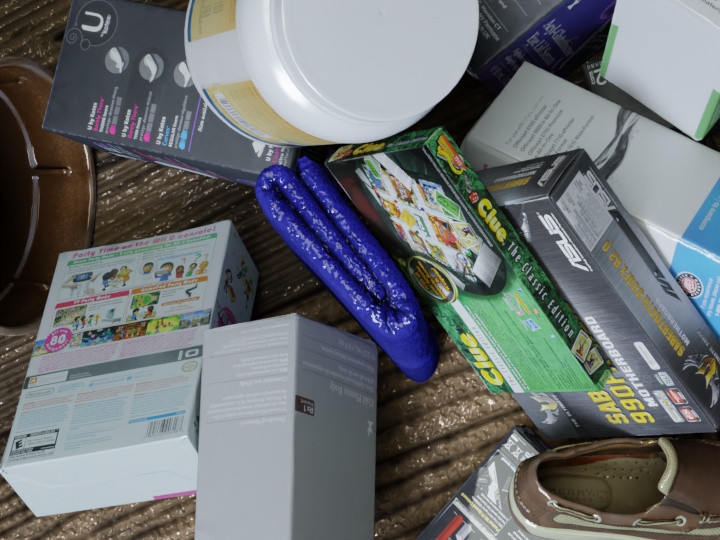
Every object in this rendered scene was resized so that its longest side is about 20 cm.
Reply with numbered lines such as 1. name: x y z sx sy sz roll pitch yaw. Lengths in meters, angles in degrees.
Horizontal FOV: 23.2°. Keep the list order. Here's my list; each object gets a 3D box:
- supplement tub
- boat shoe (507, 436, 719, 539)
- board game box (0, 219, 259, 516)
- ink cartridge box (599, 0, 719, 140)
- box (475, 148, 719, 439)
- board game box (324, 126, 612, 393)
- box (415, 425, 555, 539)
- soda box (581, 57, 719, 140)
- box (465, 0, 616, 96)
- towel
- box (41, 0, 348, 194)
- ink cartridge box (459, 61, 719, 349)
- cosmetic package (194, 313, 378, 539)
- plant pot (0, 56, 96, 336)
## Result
1. supplement tub: -0.020 -0.150 1.085 0.143 0.200 0.147 -1 93 -20
2. boat shoe: 0.199 0.142 1.143 0.200 0.075 0.076 -5 64 -5
3. board game box: -0.160 0.067 1.245 0.146 0.065 0.202 -10 46 19
4. ink cartridge box: 0.241 -0.201 1.072 0.084 0.146 0.201 35 75 12
5. box: 0.131 0.021 1.127 0.158 0.048 0.201 -9 125 51
6. board game box: 0.068 -0.001 1.095 0.104 0.024 0.201 -7 127 50
7. box: 0.130 0.232 1.202 0.200 0.050 0.158 43 98 17
8. soda box: 0.255 -0.135 1.184 0.198 0.071 0.064 -17 79 15
9. box: 0.138 -0.217 1.189 0.199 0.148 0.105 -39 75 11
10. towel: 0.000 0.000 1.187 0.050 0.200 0.148 -43 78 -3
11. box: -0.109 -0.124 1.272 0.198 0.122 0.107 13 88 17
12. ink cartridge box: 0.167 -0.027 1.157 0.199 0.146 0.084 28 59 18
13. cosmetic package: -0.048 0.141 1.160 0.089 0.106 0.203 -12 71 30
14. plant pot: -0.334 -0.055 1.310 0.196 0.200 0.203 1 85 25
